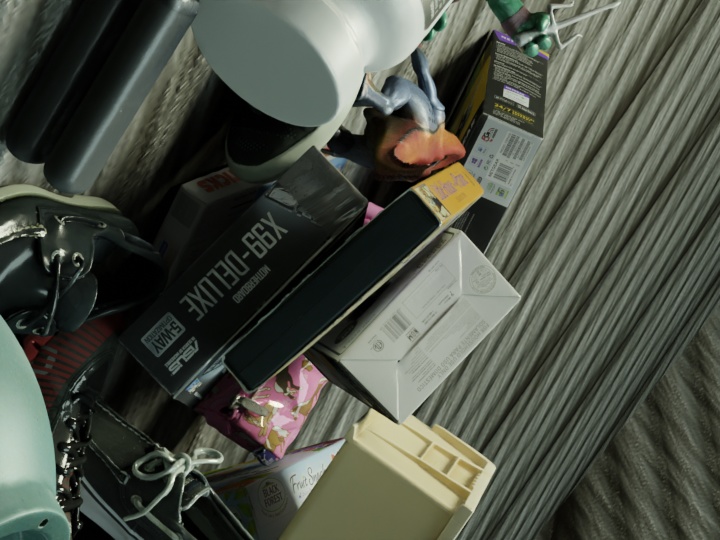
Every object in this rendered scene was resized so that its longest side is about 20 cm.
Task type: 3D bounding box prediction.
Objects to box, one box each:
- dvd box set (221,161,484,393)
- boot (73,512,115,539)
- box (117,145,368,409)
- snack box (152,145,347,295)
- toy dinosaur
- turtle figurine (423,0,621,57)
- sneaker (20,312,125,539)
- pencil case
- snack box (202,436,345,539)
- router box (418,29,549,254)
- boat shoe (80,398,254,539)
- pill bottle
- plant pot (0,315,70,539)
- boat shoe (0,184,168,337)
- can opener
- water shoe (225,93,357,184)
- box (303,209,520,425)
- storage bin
[{"bbox_3d":[0.000,0.000,1.214,0.146,0.029,0.200,-42,179,13],"label":"dvd box set"},{"bbox_3d":[-0.152,0.181,1.330,0.074,0.150,0.200,-60,163,20],"label":"boot"},{"bbox_3d":[-0.068,0.009,1.260,0.158,0.050,0.200,-45,177,-6],"label":"box"},{"bbox_3d":[-0.071,-0.040,1.355,0.200,0.024,0.072,-27,149,-60],"label":"snack box"},{"bbox_3d":[0.021,-0.076,1.335,0.105,0.201,0.181,-39,142,19],"label":"toy dinosaur"},{"bbox_3d":[0.104,-0.217,1.375,0.199,0.100,0.151,-24,132,-47],"label":"turtle figurine"},{"bbox_3d":[-0.184,0.106,1.187,0.201,0.098,0.071,-55,162,-5],"label":"sneaker"},{"bbox_3d":[-0.039,0.040,1.512,0.201,0.083,0.086,-55,-152,-2],"label":"pencil case"},{"bbox_3d":[-0.095,0.175,1.531,0.141,0.053,0.200,-17,180,24],"label":"snack box"},{"bbox_3d":[0.079,-0.062,1.594,0.158,0.052,0.201,-78,-168,-61],"label":"router box"},{"bbox_3d":[-0.117,0.136,1.247,0.068,0.200,0.074,-40,175,30],"label":"boat shoe"},{"bbox_3d":[0.005,-0.179,1.105,0.200,0.115,0.116,-53,165,-26],"label":"pill bottle"},{"bbox_3d":[-0.218,0.108,0.958,0.200,0.134,0.201,-37,157,-18],"label":"plant pot"},{"bbox_3d":[-0.162,0.003,1.098,0.075,0.066,0.199,-58,164,10],"label":"boat shoe"},{"bbox_3d":[-0.100,-0.131,1.035,0.201,0.053,0.067,-57,163,11],"label":"can opener"},{"bbox_3d":[-0.028,-0.147,1.226,0.201,0.071,0.079,-54,137,-1],"label":"water shoe"},{"bbox_3d":[0.020,0.026,1.377,0.117,0.060,0.200,-46,-166,-7],"label":"box"},{"bbox_3d":[-0.009,0.196,1.371,0.201,0.093,0.199,-56,174,7],"label":"storage bin"}]
